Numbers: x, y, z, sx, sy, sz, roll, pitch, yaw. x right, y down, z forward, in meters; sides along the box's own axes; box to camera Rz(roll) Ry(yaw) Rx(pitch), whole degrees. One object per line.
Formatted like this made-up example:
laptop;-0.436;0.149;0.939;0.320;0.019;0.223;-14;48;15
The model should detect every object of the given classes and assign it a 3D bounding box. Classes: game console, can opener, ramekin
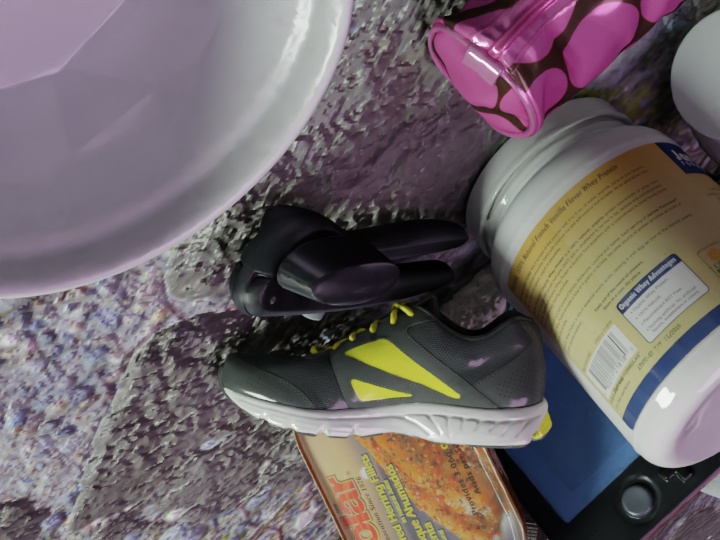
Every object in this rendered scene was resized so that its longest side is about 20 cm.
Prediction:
game console;0.155;0.078;0.932;0.177;0.200;0.031;-48;150;16
can opener;0.000;0.000;0.797;0.200;0.079;0.063;-4;128;-58
ramekin;-0.112;-0.096;0.493;0.200;0.105;0.200;-27;148;-19

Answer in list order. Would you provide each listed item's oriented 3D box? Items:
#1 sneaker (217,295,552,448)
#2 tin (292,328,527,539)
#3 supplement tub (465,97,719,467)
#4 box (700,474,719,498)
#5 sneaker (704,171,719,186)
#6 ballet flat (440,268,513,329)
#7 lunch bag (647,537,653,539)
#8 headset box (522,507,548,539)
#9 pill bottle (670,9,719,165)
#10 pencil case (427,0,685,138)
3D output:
sneaker;0.016;0.055;0.833;0.074;0.200;0.085;-74;168;-85
tin;0.032;0.131;0.889;0.112;0.200;0.042;-24;-177;8
supplement tub;0.170;0.003;0.845;0.144;0.200;0.144;-28;149;-18
box;0.278;0.059;0.991;0.200;0.176;0.097;-48;138;-27
sneaker;0.254;-0.028;0.905;0.071;0.200;0.080;-10;132;-36
ballet flat;0.046;0.087;0.927;0.072;0.072;0.200;12;98;-54
lunch bag;0.174;0.255;1.199;0.164;0.200;0.118;10;125;-52
headset box;0.127;0.164;1.034;0.149;0.077;0.200;36;62;-60
pill bottle;0.280;-0.108;0.904;0.112;0.112;0.200;-51;149;20
pencil case;0.128;-0.154;0.700;0.200;0.091;0.094;-41;-174;1
